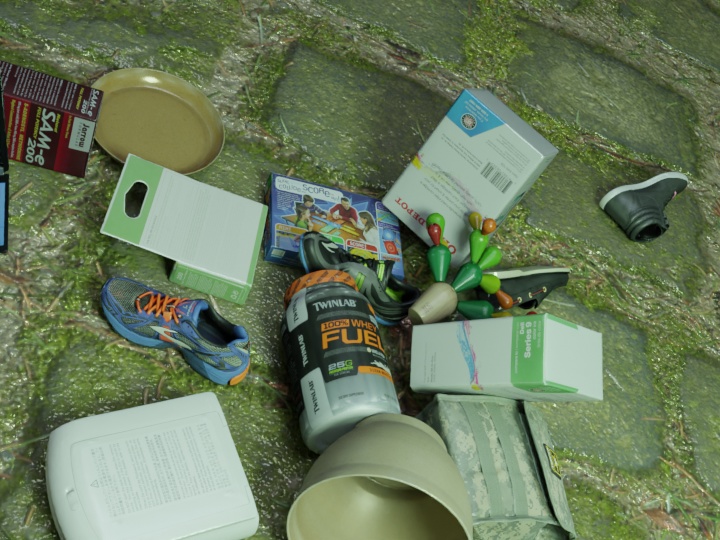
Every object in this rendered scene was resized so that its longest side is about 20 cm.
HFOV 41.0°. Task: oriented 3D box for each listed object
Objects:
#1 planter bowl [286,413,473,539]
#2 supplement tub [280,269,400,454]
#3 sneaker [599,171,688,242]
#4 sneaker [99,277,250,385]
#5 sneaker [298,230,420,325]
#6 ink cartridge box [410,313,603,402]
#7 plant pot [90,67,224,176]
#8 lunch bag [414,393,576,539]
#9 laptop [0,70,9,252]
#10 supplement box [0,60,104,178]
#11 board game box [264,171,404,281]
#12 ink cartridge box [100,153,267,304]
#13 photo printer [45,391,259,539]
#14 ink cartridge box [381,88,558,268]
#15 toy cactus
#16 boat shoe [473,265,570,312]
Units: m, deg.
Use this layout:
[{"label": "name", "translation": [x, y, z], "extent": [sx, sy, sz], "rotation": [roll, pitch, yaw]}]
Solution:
[{"label": "planter bowl", "translation": [0.031, 0.244, 1.043], "extent": [0.198, 0.202, 0.136], "rotation": [27, 37, -5]}, {"label": "supplement tub", "translation": [-0.029, 0.108, 1.161], "extent": [0.120, 0.123, 0.203], "rotation": [2, 53, -26]}, {"label": "sneaker", "translation": [0.509, -0.104, 1.661], "extent": [0.197, 0.071, 0.100], "rotation": [-16, 64, -30]}, {"label": "sneaker", "translation": [-0.212, 0.056, 1.137], "extent": [0.197, 0.079, 0.076], "rotation": [26, 45, -7]}, {"label": "sneaker", "translation": [0.000, 0.000, 1.258], "extent": [0.198, 0.082, 0.072], "rotation": [33, 44, -28]}, {"label": "ink cartridge box", "translation": [0.178, 0.112, 1.186], "extent": [0.144, 0.198, 0.089], "rotation": [17, 69, -46]}, {"label": "plant pot", "translation": [-0.287, -0.201, 1.341], "extent": [0.196, 0.028, 0.203], "rotation": [15, 49, -18]}, {"label": "lunch bag", "translation": [0.170, 0.246, 1.163], "extent": [0.197, 0.118, 0.167], "rotation": [7, 54, -29]}, {"label": "laptop", "translation": [-0.495, -0.128, 1.094], "extent": [0.174, 0.204, 0.103], "rotation": [-3, 18, -16]}, {"label": "supplement box", "translation": [-0.431, -0.195, 1.203], "extent": [0.196, 0.109, 0.062], "rotation": [14, 47, -16]}, {"label": "board game box", "translation": [-0.037, -0.056, 1.349], "extent": [0.196, 0.035, 0.137], "rotation": [13, 50, -20]}, {"label": "ink cartridge box", "translation": [-0.225, -0.054, 1.240], "extent": [0.197, 0.048, 0.147], "rotation": [19, 48, -13]}, {"label": "photo printer", "translation": [-0.222, 0.223, 1.003], "extent": [0.197, 0.070, 0.168], "rotation": [-9, 59, -32]}, {"label": "ink cartridge box", "translation": [0.158, -0.134, 1.376], "extent": [0.146, 0.201, 0.146], "rotation": [41, 20, 9]}, {"label": "toy cactus", "translation": [0.136, 0.020, 1.264], "extent": [0.164, 0.102, 0.202], "rotation": [-35, 92, -26]}, {"label": "boat shoe", "translation": [0.240, 0.025, 1.418], "extent": [0.199, 0.073, 0.065], "rotation": [-8, 93, -44]}]
